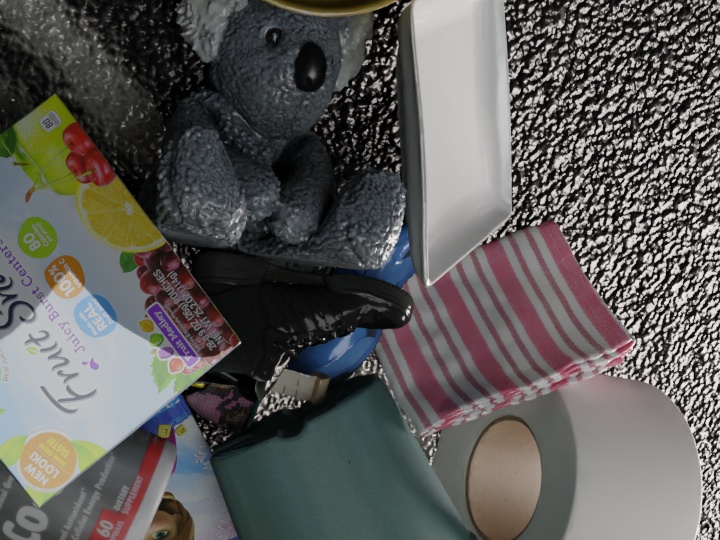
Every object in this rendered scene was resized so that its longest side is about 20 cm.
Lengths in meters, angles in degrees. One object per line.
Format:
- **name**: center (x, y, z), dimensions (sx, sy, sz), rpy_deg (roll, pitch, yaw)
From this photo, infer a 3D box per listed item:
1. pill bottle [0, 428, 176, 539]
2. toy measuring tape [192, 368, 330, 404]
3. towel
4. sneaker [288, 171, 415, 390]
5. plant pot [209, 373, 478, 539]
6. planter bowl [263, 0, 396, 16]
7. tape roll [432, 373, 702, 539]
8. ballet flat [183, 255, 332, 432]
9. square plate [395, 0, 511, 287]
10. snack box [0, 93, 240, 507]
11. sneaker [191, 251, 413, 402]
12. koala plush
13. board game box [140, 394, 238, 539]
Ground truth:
- **pill bottle**: center (-0.240, 0.135, 0.982), dimensions (0.199, 0.114, 0.115), rpy_deg (25, 101, -8)
- **toy measuring tape**: center (-0.122, 0.056, 1.053), dimensions (0.198, 0.074, 0.074), rpy_deg (14, 106, -11)
- **towel**: center (0.104, 0.040, 1.131), dimensions (0.199, 0.147, 0.030), rpy_deg (-18, 146, -18)
- **sneaker**: center (0.000, 0.000, 1.087), dimensions (0.201, 0.066, 0.078), rpy_deg (-53, 144, -8)
- **plant pot**: center (-0.012, 0.199, 1.088), dimensions (0.199, 0.200, 0.197), rpy_deg (-26, 94, -14)
- **planter bowl**: center (-0.034, -0.259, 0.941), dimensions (0.199, 0.083, 0.202), rpy_deg (1, 85, -14)
- **tape roll**: center (0.171, 0.184, 1.193), dimensions (0.138, 0.203, 0.204), rpy_deg (11, 107, -29)
- **ballet flat**: center (-0.079, 0.029, 1.085), dimensions (0.071, 0.069, 0.201), rpy_deg (24, 101, -17)
- **square plate**: center (0.069, -0.111, 1.039), dimensions (0.200, 0.028, 0.200), rpy_deg (-36, 125, -61)
- **snack box**: center (-0.204, 0.019, 0.899), dimensions (0.168, 0.068, 0.201), rpy_deg (-38, 100, -15)
- **sneaker**: center (-0.063, 0.049, 1.004), dimensions (0.198, 0.060, 0.105), rpy_deg (11, 70, -11)
- **koala plush**: center (-0.069, -0.113, 0.985), dimensions (0.176, 0.183, 0.202), rpy_deg (10, 86, -27)
- **board game box**: center (-0.199, 0.201, 1.110), dimensions (0.199, 0.041, 0.200), rpy_deg (-31, 122, -10)
